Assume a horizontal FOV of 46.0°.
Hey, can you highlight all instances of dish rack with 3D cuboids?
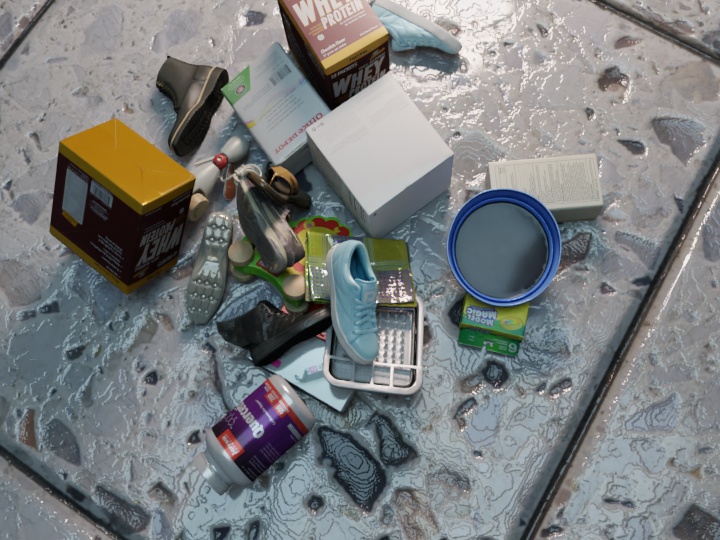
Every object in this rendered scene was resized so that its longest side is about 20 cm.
[{"bbox_3d":[0.023,0.124,1.454,0.168,0.044,0.203,7,55,-2],"label":"dish rack"}]

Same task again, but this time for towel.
[{"bbox_3d":[0.000,0.000,1.478,0.195,0.023,0.146,6,60,-14],"label":"towel"}]

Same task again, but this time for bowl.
[{"bbox_3d":[0.245,-0.038,1.461,0.196,0.039,0.206,0,81,2],"label":"bowl"}]

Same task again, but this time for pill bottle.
[{"bbox_3d":[-0.179,0.276,1.410,0.199,0.113,0.113,-41,74,-10],"label":"pill bottle"}]

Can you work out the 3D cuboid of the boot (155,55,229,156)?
[{"bbox_3d":[-0.356,-0.320,1.641,0.136,0.078,0.202,18,61,13],"label":"boot"}]

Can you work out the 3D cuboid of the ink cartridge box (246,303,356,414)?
[{"bbox_3d":[-0.073,0.127,1.489,0.197,0.044,0.176,27,77,12],"label":"ink cartridge box"}]

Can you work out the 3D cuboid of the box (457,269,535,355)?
[{"bbox_3d":[0.243,0.041,1.495,0.115,0.048,0.204,11,75,7],"label":"box"}]

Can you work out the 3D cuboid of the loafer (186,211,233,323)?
[{"bbox_3d":[-0.268,-0.005,1.533,0.068,0.070,0.204,15,90,-4],"label":"loafer"}]

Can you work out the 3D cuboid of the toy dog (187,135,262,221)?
[{"bbox_3d":[-0.285,-0.160,1.584,0.197,0.097,0.133,-23,69,-20],"label":"toy dog"}]

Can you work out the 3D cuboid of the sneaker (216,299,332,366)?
[{"bbox_3d":[-0.145,0.087,1.445,0.198,0.060,0.106,-32,67,11],"label":"sneaker"}]

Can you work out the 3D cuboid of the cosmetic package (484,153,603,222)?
[{"bbox_3d":[0.329,-0.143,1.535,0.195,0.073,0.106,-4,73,3],"label":"cosmetic package"}]

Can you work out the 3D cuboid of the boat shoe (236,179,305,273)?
[{"bbox_3d":[-0.159,-0.080,1.491,0.072,0.075,0.202,-12,58,-30],"label":"boat shoe"}]

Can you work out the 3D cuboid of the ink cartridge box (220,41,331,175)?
[{"bbox_3d":[-0.145,-0.298,1.595,0.145,0.087,0.201,-38,71,4],"label":"ink cartridge box"}]

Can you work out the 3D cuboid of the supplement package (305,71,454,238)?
[{"bbox_3d":[0.036,-0.201,1.532,0.190,0.147,0.201,-35,73,-7],"label":"supplement package"}]

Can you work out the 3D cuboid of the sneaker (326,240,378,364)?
[{"bbox_3d":[-0.004,0.049,1.379,0.073,0.082,0.204,-13,84,-32],"label":"sneaker"}]

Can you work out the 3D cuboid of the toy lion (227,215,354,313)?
[{"bbox_3d":[-0.111,-0.031,1.525,0.198,0.069,0.192,29,60,19],"label":"toy lion"}]

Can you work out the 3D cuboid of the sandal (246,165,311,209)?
[{"bbox_3d":[-0.135,-0.152,1.500,0.081,0.199,0.055,38,101,23],"label":"sandal"}]

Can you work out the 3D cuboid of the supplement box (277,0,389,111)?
[{"bbox_3d":[-0.047,-0.426,1.582,0.131,0.200,0.199,-29,72,-6],"label":"supplement box"}]

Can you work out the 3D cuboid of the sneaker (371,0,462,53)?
[{"bbox_3d":[0.102,-0.459,1.664,0.197,0.074,0.083,29,106,7],"label":"sneaker"}]

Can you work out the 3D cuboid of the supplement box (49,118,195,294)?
[{"bbox_3d":[-0.417,-0.112,1.480,0.196,0.202,0.133,35,39,14],"label":"supplement box"}]
